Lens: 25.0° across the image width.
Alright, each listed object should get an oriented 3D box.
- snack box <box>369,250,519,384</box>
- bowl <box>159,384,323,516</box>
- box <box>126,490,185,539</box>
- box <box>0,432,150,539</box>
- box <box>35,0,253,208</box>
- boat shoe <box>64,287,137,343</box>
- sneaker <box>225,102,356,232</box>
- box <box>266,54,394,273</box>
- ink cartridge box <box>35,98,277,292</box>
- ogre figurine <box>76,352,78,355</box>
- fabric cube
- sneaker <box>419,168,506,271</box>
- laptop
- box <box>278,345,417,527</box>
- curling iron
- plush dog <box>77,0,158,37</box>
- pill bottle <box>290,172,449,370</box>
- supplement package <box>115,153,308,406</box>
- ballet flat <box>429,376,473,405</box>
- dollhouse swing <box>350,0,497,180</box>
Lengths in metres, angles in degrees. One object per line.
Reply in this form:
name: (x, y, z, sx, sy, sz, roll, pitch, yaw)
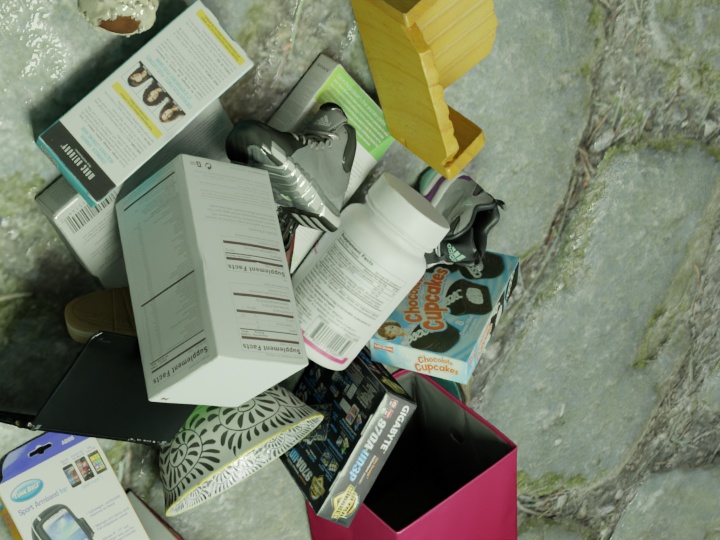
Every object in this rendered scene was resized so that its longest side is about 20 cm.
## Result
snack box: (0.099, 0.043, 1.860, 0.200, 0.115, 0.037, -58, 154, -47)
bowl: (-0.147, 0.173, 1.763, 0.200, 0.095, 0.201, -31, 170, -6)
box: (-0.208, 0.366, 1.819, 0.106, 0.152, 0.200, -45, 140, -9)
box: (-0.292, 0.266, 1.675, 0.118, 0.201, 0.041, -26, 173, -28)
box: (-0.199, -0.154, 1.506, 0.200, 0.049, 0.082, -43, 98, -13)
boat shoe: (-0.193, 0.064, 1.590, 0.198, 0.074, 0.070, 2, 129, -19)
sneaker: (-0.062, -0.129, 1.621, 0.116, 0.075, 0.200, -67, 151, -15)
box: (-0.057, -0.111, 1.723, 0.200, 0.036, 0.144, -51, 141, -2)
ink cartridge box: (-0.197, -0.067, 1.600, 0.200, 0.045, 0.177, -41, 137, -13)
ogre figurine: (-0.186, 0.077, 1.680, 0.200, 0.098, 0.120, -45, 132, -23)
fabric cube: (0.061, 0.280, 1.992, 0.195, 0.200, 0.200, -32, 138, -25)
sneaker: (0.082, -0.024, 1.838, 0.200, 0.140, 0.078, -47, 141, -9)
laptop: (-0.261, 0.110, 1.582, 0.177, 0.199, 0.104, 16, 83, -47)
box: (-0.025, 0.171, 1.828, 0.046, 0.200, 0.160, 25, 98, -26)
curling iron: (-0.094, 0.030, 1.701, 0.049, 0.025, 0.202, 1, 101, -57)
plush dog: (-0.174, -0.322, 1.401, 0.171, 0.161, 0.200, -27, 163, -48)
pill bottle: (0.000, 0.000, 1.772, 0.200, 0.113, 0.113, -50, 142, 12)
supplement package: (-0.140, 0.012, 1.506, 0.109, 0.202, 0.113, 8, 151, -43)
ballet flat: (0.102, 0.095, 2.022, 0.201, 0.067, 0.063, 76, 32, -47)
dollhouse swing: (0.101, -0.242, 1.679, 0.175, 0.182, 0.201, -29, 127, -15)
